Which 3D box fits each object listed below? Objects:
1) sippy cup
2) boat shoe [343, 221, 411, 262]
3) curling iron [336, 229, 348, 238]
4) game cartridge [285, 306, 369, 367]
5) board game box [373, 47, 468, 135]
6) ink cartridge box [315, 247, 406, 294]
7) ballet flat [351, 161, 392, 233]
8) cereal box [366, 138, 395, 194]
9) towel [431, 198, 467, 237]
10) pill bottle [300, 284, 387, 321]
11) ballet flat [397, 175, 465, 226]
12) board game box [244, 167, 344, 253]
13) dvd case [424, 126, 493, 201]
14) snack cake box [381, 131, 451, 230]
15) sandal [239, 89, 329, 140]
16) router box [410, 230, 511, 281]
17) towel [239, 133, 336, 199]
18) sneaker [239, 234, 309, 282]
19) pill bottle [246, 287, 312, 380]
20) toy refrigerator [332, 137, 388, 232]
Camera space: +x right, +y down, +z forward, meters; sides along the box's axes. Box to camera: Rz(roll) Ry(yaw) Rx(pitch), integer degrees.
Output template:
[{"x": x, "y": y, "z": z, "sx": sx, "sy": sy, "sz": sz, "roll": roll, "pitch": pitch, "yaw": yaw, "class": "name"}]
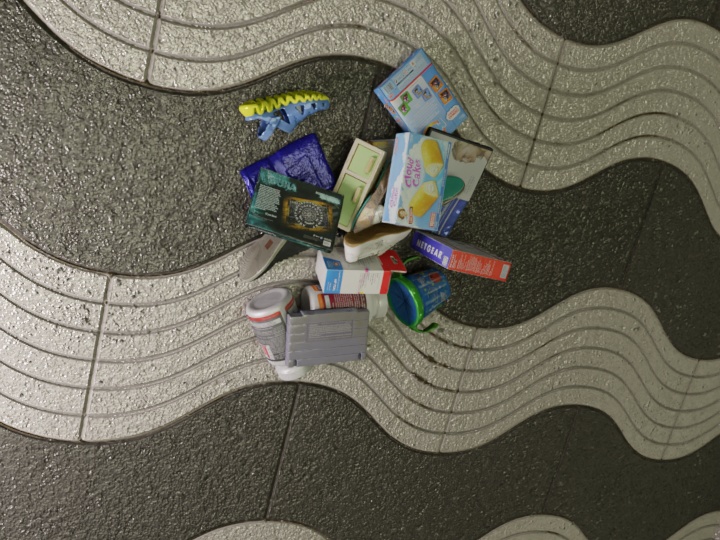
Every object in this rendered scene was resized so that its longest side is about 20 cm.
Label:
[{"x": 0.156, "y": 0.058, "z": 1.610, "sx": 0.129, "sy": 0.140, "sz": 0.179, "roll": -23, "pitch": 139, "yaw": -27, "class": "sippy cup"}, {"x": 0.039, "y": -0.070, "z": 1.498, "sx": 0.198, "sy": 0.071, "sz": 0.070, "roll": -19, "pitch": 131, "yaw": -34, "class": "boat shoe"}, {"x": 0.010, "y": -0.063, "z": 1.558, "sx": 0.199, "sy": 0.026, "sz": 0.050, "roll": 37, "pitch": 92, "yaw": -28, "class": "curling iron"}, {"x": -0.076, "y": 0.152, "z": 1.455, "sx": 0.197, "sy": 0.038, "sz": 0.132, "roll": -2, "pitch": 103, "yaw": -24, "class": "game cartridge"}, {"x": 0.146, "y": -0.395, "z": 1.484, "sx": 0.151, "sy": 0.037, "sz": 0.200, "roll": -45, "pitch": 109, "yaw": -13, "class": "board game box"}, {"x": 0.000, "y": 0.000, "z": 1.503, "sx": 0.197, "sy": 0.117, "sz": 0.068, "roll": 2, "pitch": 119, "yaw": -16, "class": "ink cartridge box"}, {"x": 0.052, "y": -0.163, "z": 1.449, "sx": 0.067, "sy": 0.068, "sz": 0.202, "roll": 28, "pitch": 80, "yaw": 10, "class": "ballet flat"}, {"x": 0.111, "y": -0.250, "z": 1.537, "sx": 0.197, "sy": 0.039, "sz": 0.146, "roll": -8, "pitch": 110, "yaw": -23, "class": "cereal box"}, {"x": 0.178, "y": -0.169, "z": 1.567, "sx": 0.198, "sy": 0.024, "sz": 0.146, "roll": 17, "pitch": 113, "yaw": -35, "class": "towel"}, {"x": -0.039, "y": 0.084, "z": 1.533, "sx": 0.197, "sy": 0.113, "sz": 0.115, "roll": -6, "pitch": 108, "yaw": -22, "class": "pill bottle"}, {"x": 0.156, "y": -0.166, "z": 1.499, "sx": 0.198, "sy": 0.064, "sz": 0.068, "roll": -25, "pitch": 70, "yaw": -4, "class": "ballet flat"}, {"x": -0.142, "y": -0.131, "z": 1.374, "sx": 0.198, "sy": 0.028, "sz": 0.137, "roll": 17, "pitch": 73, "yaw": -15, "class": "board game box"}, {"x": 0.216, "y": -0.253, "z": 1.511, "sx": 0.198, "sy": 0.018, "sz": 0.144, "roll": 10, "pitch": 115, "yaw": -30, "class": "dvd case"}, {"x": 0.126, "y": -0.198, "z": 1.407, "sx": 0.114, "sy": 0.067, "sz": 0.203, "roll": 7, "pitch": 94, "yaw": -27, "class": "snack cake box"}, {"x": -0.162, "y": -0.342, "z": 1.371, "sx": 0.197, "sy": 0.080, "sz": 0.088, "roll": -15, "pitch": 115, "yaw": -10, "class": "sandal"}, {"x": 0.248, "y": -0.039, "z": 1.575, "sx": 0.177, "sy": 0.200, "sz": 0.049, "roll": 12, "pitch": 102, "yaw": -25, "class": "router box"}, {"x": -0.158, "y": -0.205, "z": 1.425, "sx": 0.199, "sy": 0.049, "sz": 0.149, "roll": -31, "pitch": 117, "yaw": -12, "class": "towel"}, {"x": -0.187, "y": -0.040, "z": 1.452, "sx": 0.200, "sy": 0.075, "sz": 0.106, "roll": -46, "pitch": 147, "yaw": 13, "class": "sneaker"}, {"x": -0.185, "y": 0.153, "z": 1.487, "sx": 0.115, "sy": 0.116, "sz": 0.202, "roll": -25, "pitch": 115, "yaw": -15, "class": "pill bottle"}, {"x": -0.013, "y": -0.197, "z": 1.450, "sx": 0.075, "sy": 0.070, "sz": 0.202, "roll": 27, "pitch": 101, "yaw": 6, "class": "toy refrigerator"}]
